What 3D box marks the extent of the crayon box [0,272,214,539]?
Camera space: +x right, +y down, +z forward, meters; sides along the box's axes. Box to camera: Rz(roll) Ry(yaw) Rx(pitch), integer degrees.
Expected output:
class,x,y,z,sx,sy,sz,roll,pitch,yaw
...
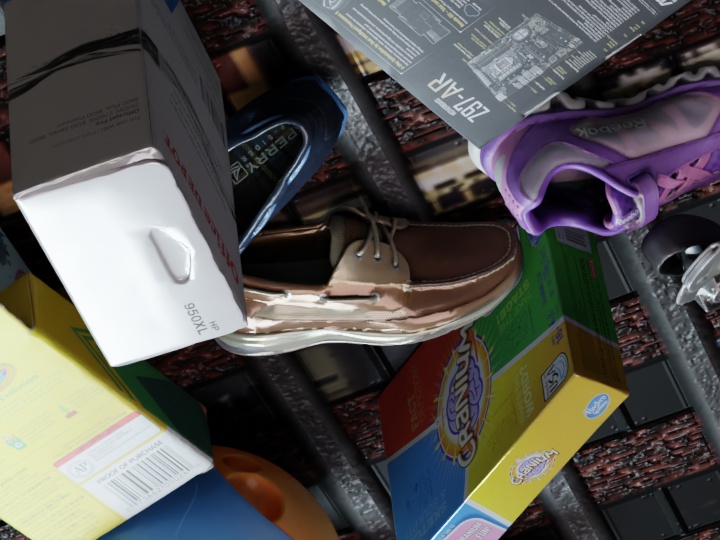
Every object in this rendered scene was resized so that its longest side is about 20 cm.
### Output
class,x,y,z,sx,sy,sz,roll,pitch,yaw
crayon box,-0.198,0.082,1.672,0.127,0.051,0.200,-32,132,19

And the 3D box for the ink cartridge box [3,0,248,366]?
class,x,y,z,sx,sy,sz,roll,pitch,yaw
ink cartridge box,-0.128,-0.072,1.509,0.084,0.201,0.145,-18,135,8

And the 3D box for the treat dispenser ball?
class,x,y,z,sx,sy,sz,roll,pitch,yaw
treat dispenser ball,-0.104,0.212,1.799,0.200,0.201,0.201,-5,136,-5

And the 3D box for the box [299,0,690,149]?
class,x,y,z,sx,sy,sz,roll,pitch,yaw
box,0.063,-0.173,1.551,0.160,0.044,0.200,-35,130,24

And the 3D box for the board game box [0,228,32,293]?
class,x,y,z,sx,sy,sz,roll,pitch,yaw
board game box,-0.271,0.035,1.693,0.147,0.064,0.200,-20,136,10

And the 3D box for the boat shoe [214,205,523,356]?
class,x,y,z,sx,sy,sz,roll,pitch,yaw
boat shoe,0.000,0.000,1.695,0.199,0.076,0.072,-12,134,0

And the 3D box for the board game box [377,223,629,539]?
class,x,y,z,sx,sy,sz,roll,pitch,yaw
board game box,0.084,0.077,1.729,0.040,0.153,0.200,19,128,-24

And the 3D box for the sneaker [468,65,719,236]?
class,x,y,z,sx,sy,sz,roll,pitch,yaw
sneaker,0.167,-0.062,1.649,0.199,0.089,0.081,-7,134,-4

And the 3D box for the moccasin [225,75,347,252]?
class,x,y,z,sx,sy,sz,roll,pitch,yaw
moccasin,-0.093,-0.040,1.630,0.080,0.068,0.200,41,114,-1

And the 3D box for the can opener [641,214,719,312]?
class,x,y,z,sx,sy,sz,roll,pitch,yaw
can opener,0.250,-0.027,1.687,0.199,0.067,0.053,-19,148,-42
